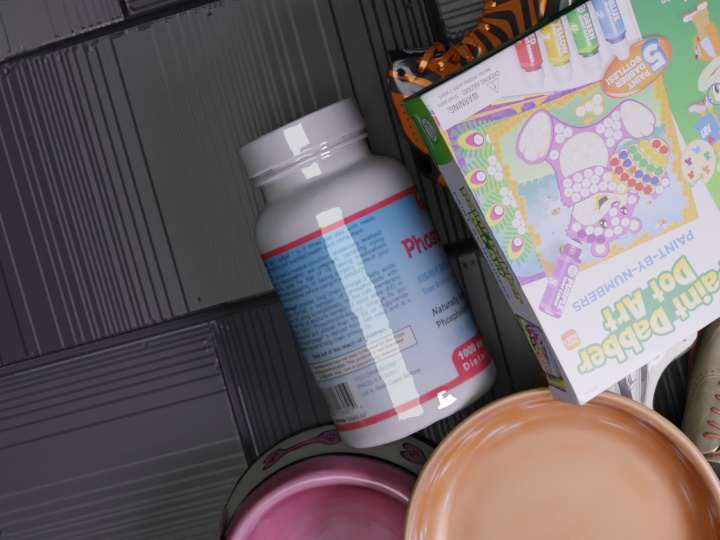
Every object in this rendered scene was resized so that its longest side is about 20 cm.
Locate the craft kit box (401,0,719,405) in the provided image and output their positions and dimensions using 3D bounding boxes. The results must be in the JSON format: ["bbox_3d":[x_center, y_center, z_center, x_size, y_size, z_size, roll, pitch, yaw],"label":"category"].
[{"bbox_3d":[0.154,-0.058,0.878,0.199,0.048,0.199,-31,100,-12],"label":"craft kit box"}]

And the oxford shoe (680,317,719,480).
[{"bbox_3d":[0.233,0.092,0.944,0.070,0.075,0.202,14,99,7],"label":"oxford shoe"}]

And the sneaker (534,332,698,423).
[{"bbox_3d":[0.175,0.010,0.955,0.087,0.076,0.202,13,101,-11],"label":"sneaker"}]

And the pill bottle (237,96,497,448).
[{"bbox_3d":[0.000,0.000,0.952,0.108,0.109,0.201,-23,94,11],"label":"pill bottle"}]

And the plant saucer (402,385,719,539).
[{"bbox_3d":[0.125,0.167,0.917,0.198,0.037,0.202,1,96,9],"label":"plant saucer"}]

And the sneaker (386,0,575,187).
[{"bbox_3d":[0.073,-0.145,0.938,0.111,0.078,0.202,10,99,6],"label":"sneaker"}]

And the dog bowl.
[{"bbox_3d":[-0.007,0.204,0.997,0.198,0.074,0.202,1,97,9],"label":"dog bowl"}]
